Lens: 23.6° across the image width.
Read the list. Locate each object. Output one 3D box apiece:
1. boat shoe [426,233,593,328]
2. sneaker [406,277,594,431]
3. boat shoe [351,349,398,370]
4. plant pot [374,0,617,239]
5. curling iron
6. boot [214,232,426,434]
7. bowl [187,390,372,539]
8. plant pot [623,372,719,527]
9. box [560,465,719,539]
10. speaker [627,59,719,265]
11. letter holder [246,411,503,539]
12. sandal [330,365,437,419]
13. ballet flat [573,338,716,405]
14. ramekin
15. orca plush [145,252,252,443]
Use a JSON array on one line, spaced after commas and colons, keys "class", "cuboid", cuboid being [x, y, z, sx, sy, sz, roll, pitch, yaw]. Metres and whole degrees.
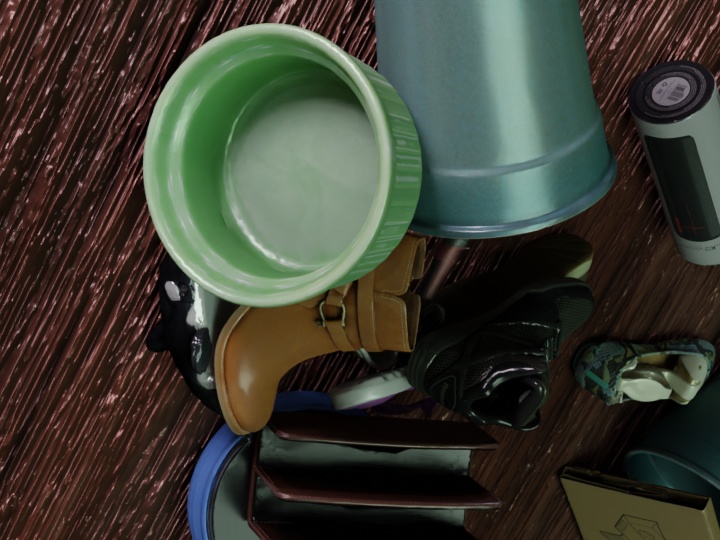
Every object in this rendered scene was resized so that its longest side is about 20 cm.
[{"class": "boat shoe", "cuboid": [0.131, 0.036, 1.567, 0.200, 0.072, 0.067, -28, 128, -23]}, {"class": "sneaker", "cuboid": [0.146, 0.076, 1.476, 0.198, 0.114, 0.077, -22, 135, -35]}, {"class": "boat shoe", "cuboid": [0.000, 0.000, 1.449, 0.071, 0.066, 0.202, -22, 131, -22]}, {"class": "plant pot", "cuboid": [0.094, -0.159, 1.327, 0.199, 0.200, 0.198, -22, 124, -22]}, {"class": "curling iron", "cuboid": [0.087, -0.015, 1.503, 0.026, 0.049, 0.202, 31, 82, -56]}, {"class": "boot", "cuboid": [-0.029, 0.047, 1.361, 0.077, 0.154, 0.202, -23, 123, -72]}, {"class": "bowl", "cuboid": [-0.051, 0.208, 1.515, 0.198, 0.039, 0.203, -2, 98, -16]}, {"class": "plant pot", "cuboid": [0.409, 0.187, 1.806, 0.188, 0.199, 0.201, -48, 137, -18]}, {"class": "box", "cuboid": [0.308, 0.285, 1.819, 0.021, 0.162, 0.201, -59, 144, -31]}, {"class": "speaker", "cuboid": [0.309, -0.097, 1.597, 0.081, 0.081, 0.201, -36, 135, -9]}, {"class": "letter holder", "cuboid": [0.019, 0.186, 1.437, 0.198, 0.142, 0.102, 4, 97, -17]}, {"class": "sandal", "cuboid": [0.043, 0.109, 1.530, 0.202, 0.082, 0.050, -9, 85, -50]}, {"class": "ballet flat", "cuboid": [0.302, 0.110, 1.747, 0.198, 0.074, 0.075, -2, 121, -36]}, {"class": "ramekin", "cuboid": [-0.051, -0.075, 1.266, 0.201, 0.199, 0.097, -59, 161, 14]}, {"class": "orca plush", "cuboid": [-0.137, 0.054, 1.411, 0.201, 0.070, 0.106, 68, 29, -53]}]
